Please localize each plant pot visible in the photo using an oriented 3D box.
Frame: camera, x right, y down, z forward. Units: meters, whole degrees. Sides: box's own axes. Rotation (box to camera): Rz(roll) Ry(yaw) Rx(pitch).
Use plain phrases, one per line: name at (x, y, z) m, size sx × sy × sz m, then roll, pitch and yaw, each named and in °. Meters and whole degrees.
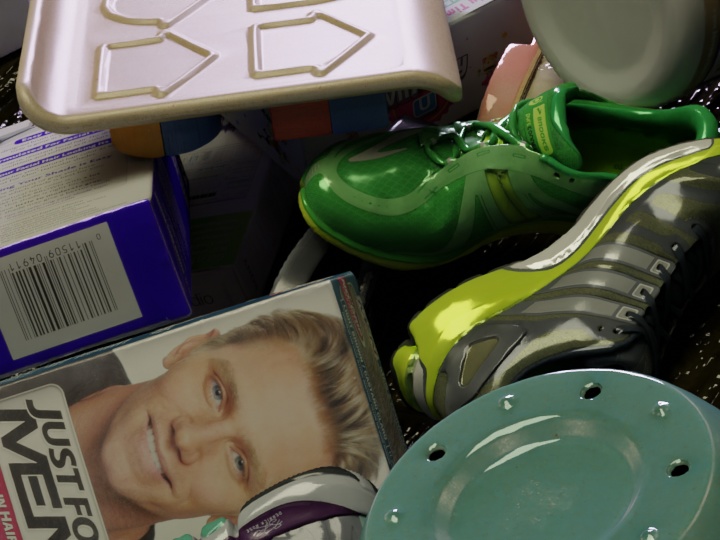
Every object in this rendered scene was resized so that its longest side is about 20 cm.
plant pot at (0.084, 0.134, 0.940) m, size 0.199 × 0.162 × 0.201 m, roll -17°, pitch 34°, yaw 12°

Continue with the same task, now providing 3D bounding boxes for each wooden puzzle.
wooden puzzle at (-0.057, -0.103, 1.277) m, size 0.198 × 0.047 × 0.186 m, roll -3°, pitch 27°, yaw -2°

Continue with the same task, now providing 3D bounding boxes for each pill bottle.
pill bottle at (0.180, -0.157, 1.289) m, size 0.199 × 0.117 × 0.115 m, roll -24°, pitch 28°, yaw -34°

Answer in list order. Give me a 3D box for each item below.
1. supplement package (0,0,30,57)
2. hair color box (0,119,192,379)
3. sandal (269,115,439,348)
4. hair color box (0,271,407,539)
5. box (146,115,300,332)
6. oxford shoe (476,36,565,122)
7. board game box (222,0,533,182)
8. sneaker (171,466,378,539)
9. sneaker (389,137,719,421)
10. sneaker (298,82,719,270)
supplement package at (-0.284, -0.203, 1.682) m, size 0.113 × 0.110 × 0.200 m, roll -27°, pitch 33°, yaw -3°
hair color box at (-0.138, -0.021, 1.277) m, size 0.109 × 0.065 × 0.200 m, roll -18°, pitch 21°, yaw 3°
sandal at (0.000, -0.001, 1.266) m, size 0.043 × 0.076 × 0.201 m, roll 21°, pitch 50°, yaw 14°
hair color box at (-0.085, 0.077, 1.170) m, size 0.199 × 0.101 × 0.061 m, roll -18°, pitch -1°, yaw 10°
box at (-0.100, -0.042, 1.415) m, size 0.143 × 0.036 × 0.201 m, roll -9°, pitch 35°, yaw 23°
oxford shoe at (0.120, -0.107, 1.350) m, size 0.073 × 0.071 × 0.201 m, roll 15°, pitch 49°, yaw 16°
board game box at (-0.025, -0.138, 1.417) m, size 0.147 × 0.065 × 0.200 m, roll -27°, pitch 42°, yaw -22°
sneaker at (-0.070, 0.159, 1.092) m, size 0.199 × 0.074 × 0.088 m, roll -30°, pitch 55°, yaw 10°
sneaker at (0.115, 0.018, 1.175) m, size 0.199 × 0.074 × 0.081 m, roll -35°, pitch 44°, yaw -6°
sneaker at (0.070, -0.052, 1.224) m, size 0.198 × 0.084 × 0.074 m, roll -4°, pitch 53°, yaw -4°
